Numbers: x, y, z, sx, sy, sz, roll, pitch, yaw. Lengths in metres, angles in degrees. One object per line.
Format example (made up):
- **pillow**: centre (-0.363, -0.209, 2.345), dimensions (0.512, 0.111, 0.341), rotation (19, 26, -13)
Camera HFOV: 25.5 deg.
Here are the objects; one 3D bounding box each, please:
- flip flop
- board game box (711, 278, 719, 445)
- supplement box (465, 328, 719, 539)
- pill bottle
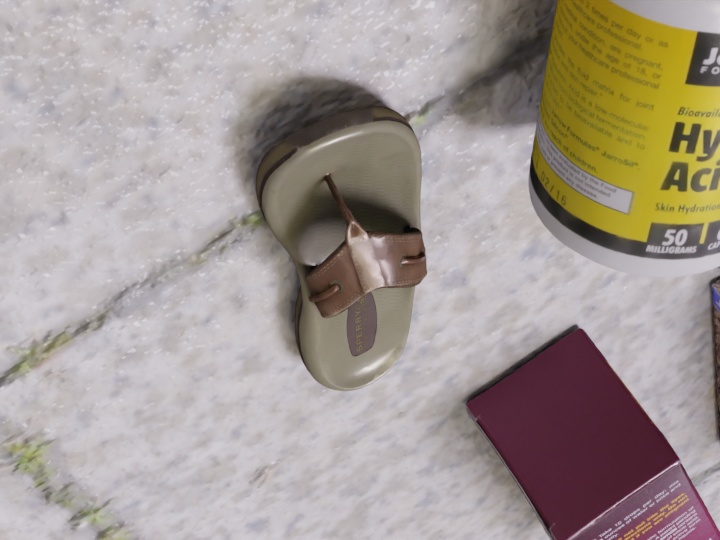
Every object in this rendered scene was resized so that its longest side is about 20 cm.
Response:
- **flip flop**: centre (0.000, 0.000, 0.749), dimensions (0.081, 0.058, 0.200), rotation (-21, 142, -15)
- **board game box**: centre (0.305, 0.096, 0.990), dimensions (0.097, 0.160, 0.200), rotation (-27, 142, -6)
- **supplement box**: centre (0.153, 0.137, 0.969), dimensions (0.086, 0.110, 0.200), rotation (-35, 143, 3)
- **pill bottle**: centre (0.138, -0.104, 0.682), dimensions (0.111, 0.111, 0.201), rotation (-15, 135, -21)
